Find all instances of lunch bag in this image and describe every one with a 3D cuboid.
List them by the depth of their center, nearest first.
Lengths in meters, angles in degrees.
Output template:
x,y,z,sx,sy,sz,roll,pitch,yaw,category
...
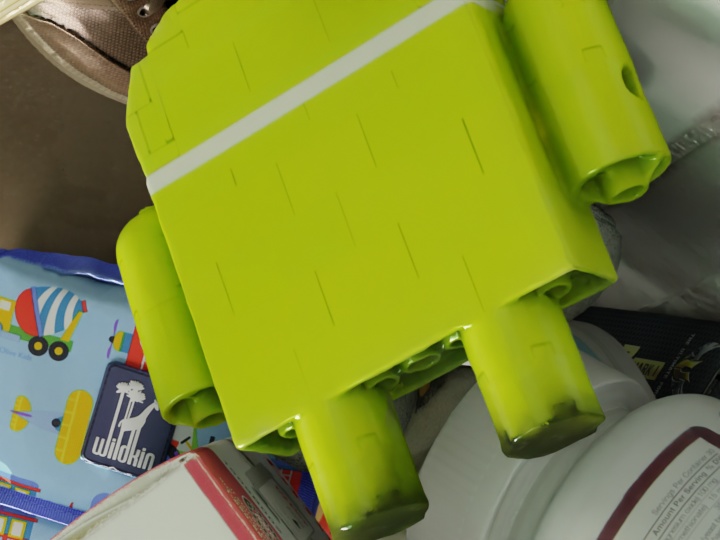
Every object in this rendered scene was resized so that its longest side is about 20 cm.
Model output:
x,y,z,sx,sy,sz,roll,pitch,yaw,category
-0.090,0.077,0.926,0.150,0.200,0.094,15,-154,2,lunch bag

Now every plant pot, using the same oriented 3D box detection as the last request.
x,y,z,sx,sy,sz,roll,pitch,yaw,category
-0.108,-0.024,0.992,0.174,0.201,0.200,8,155,28,plant pot

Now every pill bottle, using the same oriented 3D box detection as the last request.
x,y,z,sx,sy,sz,roll,pitch,yaw,category
0.117,0.106,0.711,0.200,0.110,0.110,31,167,32,pill bottle

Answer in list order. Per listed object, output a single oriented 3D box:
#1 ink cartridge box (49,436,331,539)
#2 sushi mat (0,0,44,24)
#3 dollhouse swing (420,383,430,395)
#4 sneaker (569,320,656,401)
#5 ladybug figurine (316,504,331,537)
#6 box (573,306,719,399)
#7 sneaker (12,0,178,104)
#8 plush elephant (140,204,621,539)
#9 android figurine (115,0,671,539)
x,y,z,sx,sy,sz,roll,pitch,yaw,category
-0.037,0.135,0.784,0.147,0.083,0.200,53,-179,3,ink cartridge box
-0.100,-0.125,0.700,0.200,0.012,0.096,-22,131,37,sushi mat
0.090,0.106,0.983,0.181,0.176,0.200,-1,165,17,dollhouse swing
0.071,0.110,0.829,0.074,0.200,0.082,-14,161,29,sneaker
-0.026,0.087,1.066,0.072,0.136,0.200,40,-159,13,ladybug figurine
0.165,0.094,0.956,0.200,0.051,0.158,41,166,-21,box
-0.097,-0.120,0.815,0.200,0.071,0.075,42,162,-32,sneaker
0.000,0.000,0.799,0.165,0.155,0.200,30,166,23,plush elephant
0.000,-0.026,0.694,0.041,0.182,0.200,17,-133,-57,android figurine
